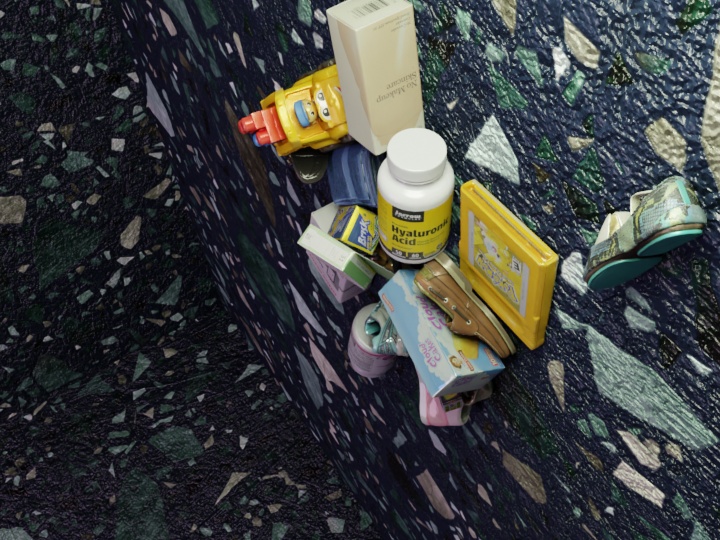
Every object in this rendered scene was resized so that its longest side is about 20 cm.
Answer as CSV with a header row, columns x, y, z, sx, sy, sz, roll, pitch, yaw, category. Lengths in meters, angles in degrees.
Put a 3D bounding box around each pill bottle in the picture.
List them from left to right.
x,y,z,sx,sy,sz,roll,pitch,yaw,category
0.032,0.156,1.729,0.113,0.113,0.200,56,163,18,pill bottle
0.079,-0.108,1.173,0.111,0.111,0.200,51,161,30,pill bottle

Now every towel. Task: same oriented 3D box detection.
x,y,z,sx,sy,sz,roll,pitch,yaw,category
-0.008,-0.168,1.417,0.200,0.048,0.112,-162,57,-68,towel

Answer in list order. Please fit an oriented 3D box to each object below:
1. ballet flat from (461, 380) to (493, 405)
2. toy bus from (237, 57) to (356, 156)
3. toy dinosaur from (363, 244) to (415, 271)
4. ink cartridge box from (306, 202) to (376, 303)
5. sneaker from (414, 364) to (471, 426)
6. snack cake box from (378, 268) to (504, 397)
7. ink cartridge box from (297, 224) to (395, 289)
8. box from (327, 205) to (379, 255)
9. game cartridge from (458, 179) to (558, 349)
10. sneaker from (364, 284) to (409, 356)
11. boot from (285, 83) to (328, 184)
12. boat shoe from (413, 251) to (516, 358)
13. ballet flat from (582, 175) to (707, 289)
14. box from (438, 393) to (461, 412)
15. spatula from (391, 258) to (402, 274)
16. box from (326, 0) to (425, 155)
x,y,z,sx,sy,sz,roll,pitch,yaw,category
0.185,0.154,1.365,0.067,0.062,0.200,39,152,50,ballet flat
-0.094,-0.251,1.297,0.200,0.192,0.136,2,111,69,toy bus
0.069,-0.016,1.483,0.200,0.060,0.106,25,157,46,toy dinosaur
-0.038,-0.037,1.674,0.146,0.084,0.200,57,163,15,ink cartridge box
0.162,0.199,1.510,0.105,0.075,0.200,3,104,35,sneaker
0.126,0.094,1.281,0.067,0.115,0.200,-49,57,37,snack cake box
0.000,0.000,1.416,0.200,0.048,0.146,33,177,21,ink cartridge box
-0.011,-0.073,1.465,0.064,0.070,0.200,25,178,-11,box
0.199,-0.004,1.127,0.176,0.032,0.200,50,159,34,game cartridge
0.048,0.085,1.530,0.200,0.086,0.078,-97,3,-58,sneaker
-0.107,-0.234,1.532,0.151,0.073,0.200,107,151,-70,boot
0.157,0.066,1.231,0.200,0.068,0.072,50,179,-11,boat shoe
0.278,-0.038,0.809,0.074,0.074,0.200,59,161,9,ballet flat
0.126,0.140,1.398,0.110,0.035,0.200,67,-176,-71,box
0.060,-0.074,1.403,0.057,0.021,0.200,36,134,56,spatula
0.025,-0.270,1.108,0.078,0.095,0.200,46,159,40,box
